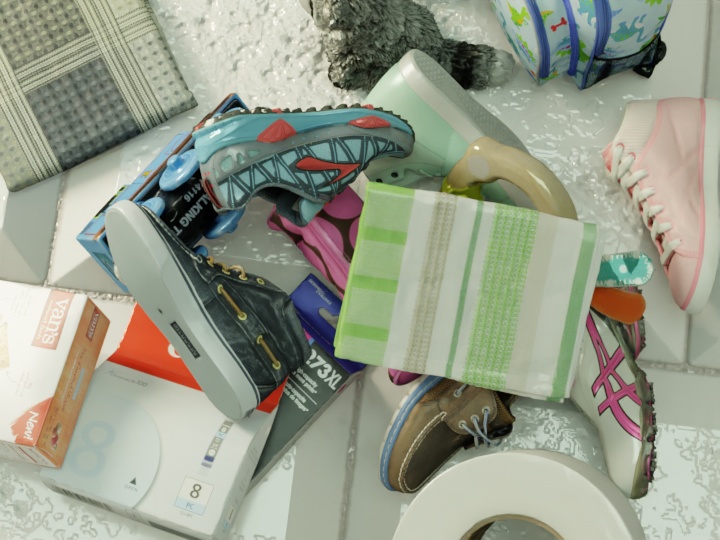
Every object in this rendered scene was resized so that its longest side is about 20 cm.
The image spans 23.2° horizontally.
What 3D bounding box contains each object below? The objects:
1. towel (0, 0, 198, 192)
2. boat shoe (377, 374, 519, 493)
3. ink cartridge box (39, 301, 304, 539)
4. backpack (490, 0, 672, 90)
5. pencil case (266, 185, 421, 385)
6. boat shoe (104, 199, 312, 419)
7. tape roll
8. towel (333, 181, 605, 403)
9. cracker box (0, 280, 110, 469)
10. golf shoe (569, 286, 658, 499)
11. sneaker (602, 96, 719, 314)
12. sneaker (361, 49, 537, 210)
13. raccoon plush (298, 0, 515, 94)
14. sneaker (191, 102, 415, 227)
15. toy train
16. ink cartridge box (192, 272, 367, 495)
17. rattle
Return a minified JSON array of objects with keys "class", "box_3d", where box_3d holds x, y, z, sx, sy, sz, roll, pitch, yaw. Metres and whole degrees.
[{"class":"towel","box_3d":[-0.270,-0.193,1.579,0.191,0.035,0.202,-26,80,-6]},{"class":"boat shoe","box_3d":[0.093,0.110,1.471,0.072,0.072,0.201,30,80,38]},{"class":"ink cartridge box","box_3d":[-0.153,0.111,1.455,0.158,0.047,0.202,16,71,15]},{"class":"backpack","box_3d":[0.186,-0.261,1.522,0.146,0.200,0.185,-23,78,-8]},{"class":"pencil case","box_3d":[0.000,0.000,1.498,0.200,0.093,0.091,49,122,13]},{"class":"boat shoe","box_3d":[-0.123,0.016,1.426,0.091,0.071,0.201,-38,101,-31]},{"class":"tape roll","box_3d":[0.129,0.244,1.393,0.200,0.139,0.205,-1,86,13]},{"class":"towel","box_3d":[0.087,0.016,1.417,0.198,0.031,0.151,11,98,-4]},{"class":"cracker box","box_3d":[-0.321,0.076,1.453,0.198,0.058,0.135,8,67,18]},{"class":"golf shoe","box_3d":[0.205,0.100,1.499,0.091,0.073,0.202,-7,66,5]},{"class":"sneaker","box_3d":[0.260,-0.061,1.537,0.103,0.075,0.203,6,69,-2]},{"class":"sneaker","box_3d":[0.075,-0.089,1.553,0.200,0.074,0.118,44,117,-12]},{"class":"raccoon plush","box_3d":[0.042,-0.224,1.540,0.197,0.134,0.098,-2,74,-3]},{"class":"sneaker","box_3d":[-0.044,-0.084,1.453,0.198,0.079,0.097,-6,87,-25]},{"class":"toy train","box_3d":[-0.148,-0.065,1.502,0.200,0.114,0.087,-50,116,-18]},{"class":"ink cartridge box","box_3d":[-0.077,0.100,1.504,0.095,0.037,0.200,42,76,9]},{"class":"rattle","box_3d":[0.130,-0.005,1.440,0.200,0.143,0.130,46,121,8]}]
